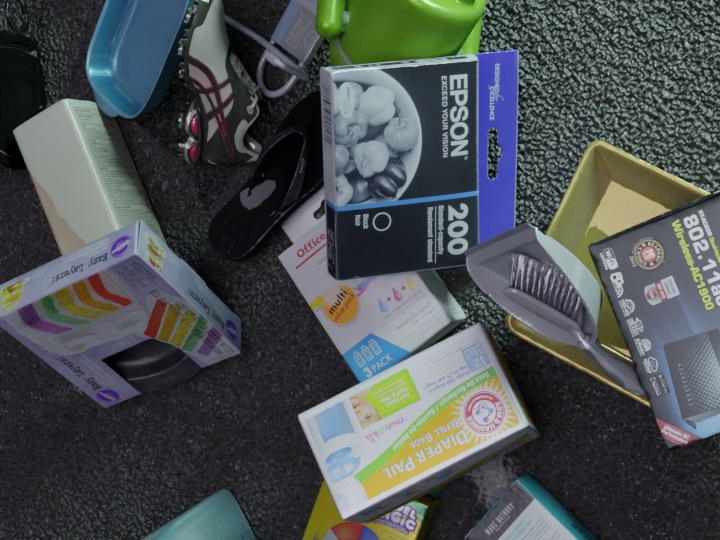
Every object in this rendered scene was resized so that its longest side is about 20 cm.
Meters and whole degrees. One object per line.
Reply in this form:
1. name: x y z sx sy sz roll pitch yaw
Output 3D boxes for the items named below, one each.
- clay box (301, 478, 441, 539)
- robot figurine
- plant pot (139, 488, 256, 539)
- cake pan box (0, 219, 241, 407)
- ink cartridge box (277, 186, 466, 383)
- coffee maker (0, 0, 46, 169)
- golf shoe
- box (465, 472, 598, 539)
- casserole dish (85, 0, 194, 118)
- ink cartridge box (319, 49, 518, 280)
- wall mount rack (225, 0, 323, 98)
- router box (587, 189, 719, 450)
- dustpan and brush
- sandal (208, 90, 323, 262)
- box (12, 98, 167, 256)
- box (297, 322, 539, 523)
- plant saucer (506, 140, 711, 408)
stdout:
1. clay box: 0.001 0.278 1.372 0.114 0.048 0.202 22 100 17
2. robot figurine: 0.043 -0.236 1.281 0.200 0.174 0.117 -55 36 43
3. plant pot: -0.205 0.368 1.370 0.195 0.200 0.198 -33 81 18
4. cake pan box: -0.245 0.052 1.389 0.183 0.200 0.053 -20 48 19
5. ink cartridge box: 0.000 0.000 1.351 0.115 0.068 0.201 -38 79 17
6. coffee maker: -0.459 -0.200 1.493 0.198 0.135 0.194 -1 68 19
7. golf shoe: -0.140 -0.196 1.367 0.087 0.078 0.201 7 131 3
8. box: 0.202 0.296 1.298 0.200 0.049 0.082 44 105 13
9. casserole dish: -0.223 -0.254 1.415 0.121 0.039 0.201 42 117 32
10. ink cartridge box: 0.063 -0.098 1.254 0.198 0.043 0.200 -8 110 -17
11. wall mount rack: -0.083 -0.287 1.371 0.174 0.074 0.201 41 105 39
12. router box: 0.308 0.041 1.193 0.149 0.062 0.202 -23 84 18
13. dustpan and brush: 0.190 0.044 1.225 0.199 0.139 0.058 31 69 -14
14. sandal: -0.082 -0.093 1.378 0.076 0.043 0.201 37 94 19
15. box: -0.282 -0.075 1.438 0.077 0.095 0.202 -26 82 21
16. box: 0.059 0.149 1.291 0.199 0.101 0.113 -28 73 7
17. plant saucer: 0.266 0.009 1.266 0.199 0.048 0.202 28 101 18
